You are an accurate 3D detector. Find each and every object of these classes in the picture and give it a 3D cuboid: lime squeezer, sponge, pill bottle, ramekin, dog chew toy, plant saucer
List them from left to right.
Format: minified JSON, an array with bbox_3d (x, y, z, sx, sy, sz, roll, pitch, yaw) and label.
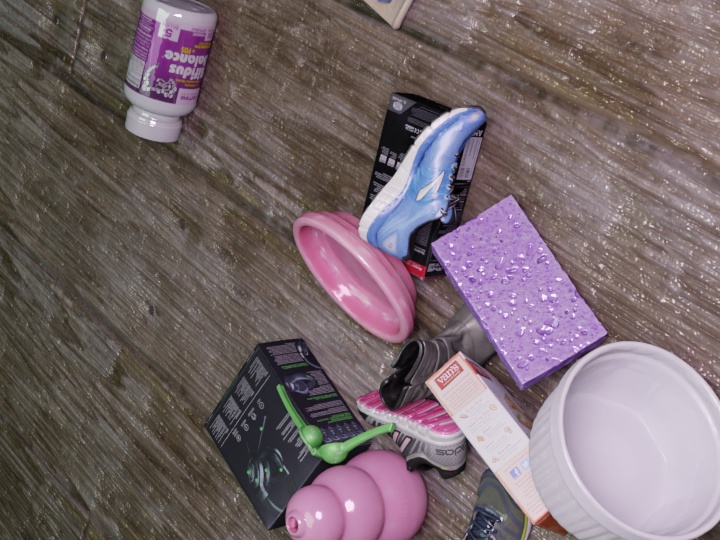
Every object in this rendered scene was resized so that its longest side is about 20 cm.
[{"bbox_3d":[-0.285,-0.296,1.722,0.112,0.112,0.201,34,117,37],"label":"pill bottle"},{"bbox_3d":[-0.047,0.198,1.454,0.199,0.038,0.071,13,97,42],"label":"lime squeezer"},{"bbox_3d":[-0.010,0.291,1.436,0.124,0.199,0.126,4,95,44],"label":"dog chew toy"},{"bbox_3d":[0.000,0.000,1.448,0.200,0.051,0.201,41,161,17],"label":"plant saucer"},{"bbox_3d":[0.174,0.022,1.306,0.111,0.030,0.201,-29,66,-5],"label":"sponge"},{"bbox_3d":[0.262,0.183,1.165,0.201,0.199,0.105,66,152,18],"label":"ramekin"}]

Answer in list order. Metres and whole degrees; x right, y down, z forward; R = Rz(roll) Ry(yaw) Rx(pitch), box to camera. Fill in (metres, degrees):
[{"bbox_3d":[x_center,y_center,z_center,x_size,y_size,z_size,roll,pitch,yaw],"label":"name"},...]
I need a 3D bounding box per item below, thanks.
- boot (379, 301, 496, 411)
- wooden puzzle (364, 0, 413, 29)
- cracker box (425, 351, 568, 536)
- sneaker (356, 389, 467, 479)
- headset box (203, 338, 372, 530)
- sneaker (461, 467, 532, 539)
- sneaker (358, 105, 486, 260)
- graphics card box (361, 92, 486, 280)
[{"bbox_3d":[0.107,0.082,1.352,0.068,0.130,0.201,45,122,32],"label":"boot"},{"bbox_3d":[0.023,-0.430,1.454,0.200,0.046,0.186,50,125,30],"label":"wooden puzzle"},{"bbox_3d":[0.168,0.192,1.294,0.058,0.134,0.200,-42,62,7],"label":"cracker box"},{"bbox_3d":[0.064,0.202,1.443,0.199,0.073,0.088,15,121,53],"label":"sneaker"},{"bbox_3d":[-0.098,0.226,1.592,0.200,0.092,0.175,53,126,28],"label":"headset box"},{"bbox_3d":[0.144,0.326,1.370,0.074,0.081,0.202,18,106,42],"label":"sneaker"},{"bbox_3d":[0.086,-0.098,1.332,0.089,0.078,0.201,37,104,11],"label":"sneaker"},{"bbox_3d":[0.071,-0.105,1.429,0.125,0.051,0.202,27,113,40],"label":"graphics card box"}]
